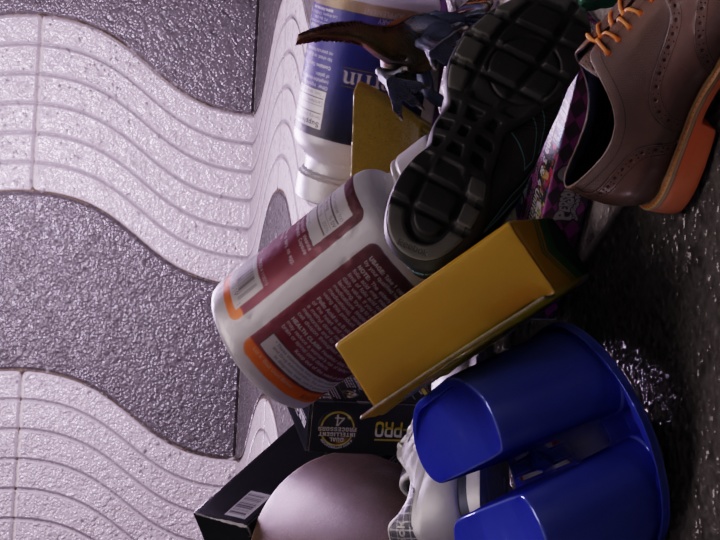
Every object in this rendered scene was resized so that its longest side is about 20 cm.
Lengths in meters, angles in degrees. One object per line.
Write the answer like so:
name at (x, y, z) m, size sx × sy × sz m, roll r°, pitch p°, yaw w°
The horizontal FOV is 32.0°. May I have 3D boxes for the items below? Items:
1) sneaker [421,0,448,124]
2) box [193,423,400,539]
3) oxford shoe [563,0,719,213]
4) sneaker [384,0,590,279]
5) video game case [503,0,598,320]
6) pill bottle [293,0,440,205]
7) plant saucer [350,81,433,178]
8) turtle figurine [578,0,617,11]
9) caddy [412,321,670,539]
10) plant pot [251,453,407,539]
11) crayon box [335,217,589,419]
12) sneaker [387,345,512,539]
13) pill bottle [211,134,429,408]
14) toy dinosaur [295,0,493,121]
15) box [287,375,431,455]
sneaker at (0.034, -0.195, 1.213) m, size 0.075 × 0.099 × 0.202 m, roll -64°, pitch -18°, yaw -75°
box at (-0.040, 0.222, 1.138) m, size 0.078 × 0.200 × 0.142 m, roll 1°, pitch 119°, yaw 43°
oxford shoe at (0.156, -0.125, 0.659) m, size 0.071 × 0.072 × 0.202 m, roll -111°, pitch 27°, yaw -65°
sneaker at (0.077, -0.083, 0.777) m, size 0.201 × 0.075 × 0.079 m, roll -57°, pitch -20°, yaw -10°
video game case at (0.125, -0.097, 0.903) m, size 0.182 × 0.035 × 0.202 m, roll -105°, pitch 22°, yaw -57°
pill bottle at (0.001, -0.159, 1.143) m, size 0.116 × 0.115 × 0.202 m, roll -120°, pitch 38°, yaw -70°
plant saucer at (0.050, -0.042, 1.060) m, size 0.200 × 0.048 × 0.202 m, roll 15°, pitch -105°, yaw -67°
turtle figurine at (0.136, -0.266, 0.741) m, size 0.150 × 0.100 × 0.202 m, roll 80°, pitch 174°, yaw -75°
caddy at (0.112, 0.113, 0.753) m, size 0.142 × 0.104 × 0.200 m, roll 66°, pitch 162°, yaw 11°
plant pot at (0.035, 0.240, 0.978) m, size 0.200 × 0.185 × 0.189 m, roll -11°, pitch 75°, yaw 62°
crayon box at (0.065, 0.024, 0.754) m, size 0.051 × 0.127 × 0.200 m, roll 57°, pitch -165°, yaw 6°
sneaker at (0.066, 0.118, 0.922) m, size 0.077 × 0.080 × 0.201 m, roll 58°, pitch -153°, yaw -27°
pill bottle at (0.000, 0.000, 0.904) m, size 0.199 × 0.114 × 0.115 m, roll -37°, pitch 33°, yaw 17°
toy dinosaur at (0.055, -0.196, 1.015) m, size 0.105 × 0.199 × 0.182 m, roll -51°, pitch 19°, yaw 22°
box at (0.017, 0.104, 1.071) m, size 0.200 × 0.160 × 0.050 m, roll -136°, pitch 49°, yaw -74°
